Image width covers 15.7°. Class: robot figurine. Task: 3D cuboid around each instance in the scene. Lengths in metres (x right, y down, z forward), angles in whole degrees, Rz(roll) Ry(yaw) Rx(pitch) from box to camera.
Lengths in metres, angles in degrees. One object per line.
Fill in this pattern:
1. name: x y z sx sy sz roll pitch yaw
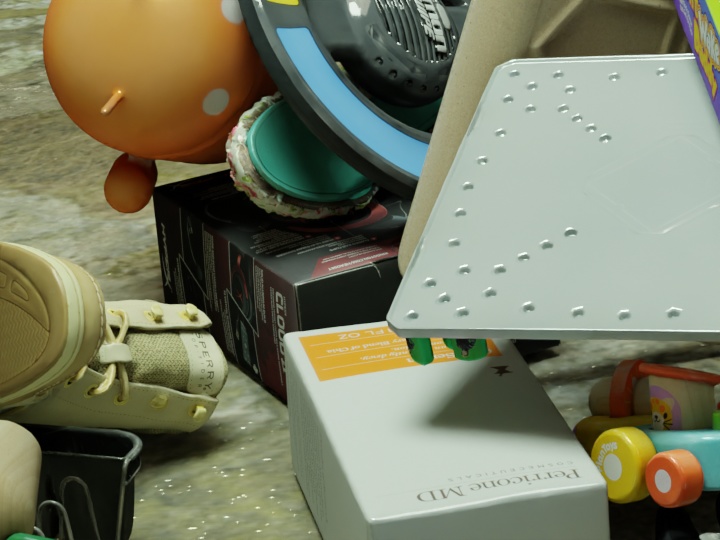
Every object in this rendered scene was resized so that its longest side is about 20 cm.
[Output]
1. robot figurine: -0.094 -0.111 1.340 0.144 0.117 0.200 -36 -8 10

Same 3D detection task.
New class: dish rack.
1. dish rack: -0.190 0.126 1.084 0.153 0.055 0.200 2 22 18

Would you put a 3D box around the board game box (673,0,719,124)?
1. board game box: 0.212 -0.112 1.124 0.134 0.045 0.200 -7 38 -3

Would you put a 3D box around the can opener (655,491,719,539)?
1. can opener: 0.144 0.121 1.021 0.063 0.079 0.200 -7 12 -4

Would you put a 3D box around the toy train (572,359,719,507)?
1. toy train: 0.164 0.059 1.106 0.150 0.056 0.200 -5 2 3

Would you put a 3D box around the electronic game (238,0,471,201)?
1. electronic game: 0.018 -0.120 1.308 0.042 0.200 0.200 -37 -2 38

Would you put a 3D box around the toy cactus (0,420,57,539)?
1. toy cactus: -0.150 0.122 0.982 0.200 0.102 0.165 -3 30 12

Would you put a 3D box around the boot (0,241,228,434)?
1. boot: -0.123 0.036 1.184 0.155 0.073 0.200 7 -15 -32

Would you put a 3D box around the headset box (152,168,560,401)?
1. headset box: 0.000 0.000 1.342 0.148 0.075 0.200 -15 23 -24

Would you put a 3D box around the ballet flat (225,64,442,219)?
1. ballet flat: -0.015 -0.065 1.339 0.064 0.076 0.200 -29 0 38

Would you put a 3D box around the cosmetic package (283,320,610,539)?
1. cosmetic package: 0.033 0.087 1.118 0.101 0.071 0.200 -8 22 -10

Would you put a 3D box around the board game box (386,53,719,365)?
1. board game box: 0.132 -0.028 1.107 0.200 0.026 0.200 0 38 20

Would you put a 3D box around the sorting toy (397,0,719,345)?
1. sorting toy: 0.132 -0.061 1.256 0.200 0.185 0.036 11 19 -16
